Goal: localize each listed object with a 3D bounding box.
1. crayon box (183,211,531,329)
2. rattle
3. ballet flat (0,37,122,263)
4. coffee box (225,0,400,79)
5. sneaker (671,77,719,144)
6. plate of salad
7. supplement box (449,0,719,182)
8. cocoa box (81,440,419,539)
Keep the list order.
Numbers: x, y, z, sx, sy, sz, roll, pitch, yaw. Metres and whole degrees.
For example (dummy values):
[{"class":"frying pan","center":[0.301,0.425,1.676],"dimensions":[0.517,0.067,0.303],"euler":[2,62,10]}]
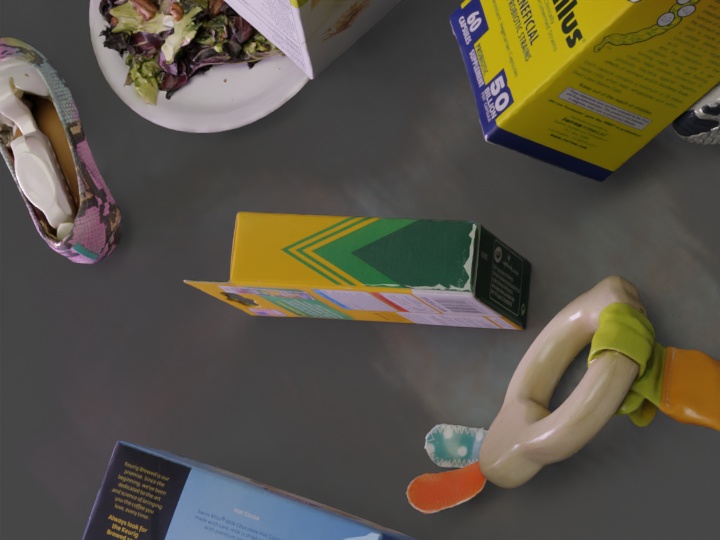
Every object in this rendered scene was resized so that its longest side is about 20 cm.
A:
[{"class":"crayon box","center":[0.000,0.000,1.489],"dimensions":[0.200,0.126,0.052],"euler":[2,79,20]},{"class":"rattle","center":[0.147,0.111,1.468],"dimensions":[0.200,0.143,0.130],"euler":[-52,35,19]},{"class":"ballet flat","center":[-0.235,-0.094,1.621],"dimensions":[0.069,0.071,0.200],"euler":[-32,70,12]},{"class":"coffee box","center":[-0.037,-0.292,1.500],"dimensions":[0.200,0.198,0.200],"euler":[-43,69,-13]},{"class":"sneaker","center":[0.263,-0.183,1.465],"dimensions":[0.199,0.079,0.130],"euler":[-44,55,19]},{"class":"plate of salad","center":[-0.108,-0.198,1.610],"dimensions":[0.200,0.048,0.200],"euler":[-4,79,19]},{"class":"supplement box","center":[0.168,-0.167,1.421],"dimensions":[0.200,0.109,0.109],"euler":[-43,46,34]},{"class":"cocoa box","center":[-0.071,0.206,1.468],"dimensions":[0.200,0.133,0.131],"euler":[17,85,22]}]
